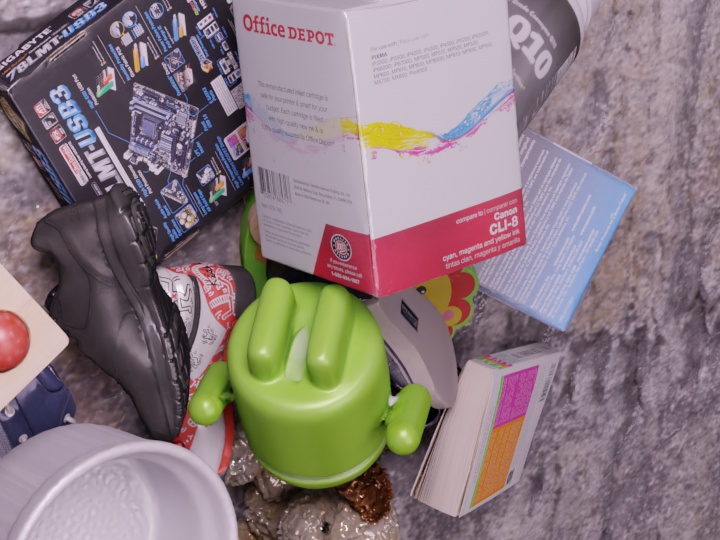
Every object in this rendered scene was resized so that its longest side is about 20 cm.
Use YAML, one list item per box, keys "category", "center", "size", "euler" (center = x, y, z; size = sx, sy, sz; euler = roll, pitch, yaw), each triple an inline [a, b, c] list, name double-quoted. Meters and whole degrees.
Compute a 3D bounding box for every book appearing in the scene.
- category: "book"
  center: [0.121, 0.137, 1.552]
  size: [0.200, 0.048, 0.134]
  euler: [-3, 113, -67]

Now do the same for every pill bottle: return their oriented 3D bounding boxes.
- category: "pill bottle"
  center: [0.109, -0.178, 1.382]
  size: [0.200, 0.114, 0.114]
  euler: [-54, 135, -34]

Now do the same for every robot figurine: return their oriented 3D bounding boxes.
- category: "robot figurine"
  center: [-0.036, 0.087, 1.286]
  size: [0.200, 0.175, 0.116]
  euler: [83, 14, -58]

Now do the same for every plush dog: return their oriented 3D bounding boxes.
- category: "plush dog"
  center: [-0.031, 0.212, 1.438]
  size: [0.160, 0.172, 0.200]
  euler: [-10, 114, -34]

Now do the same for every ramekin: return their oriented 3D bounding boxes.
- category: "ramekin"
  center: [-0.197, 0.209, 1.267]
  size: [0.200, 0.098, 0.201]
  euler: [-14, 111, -39]

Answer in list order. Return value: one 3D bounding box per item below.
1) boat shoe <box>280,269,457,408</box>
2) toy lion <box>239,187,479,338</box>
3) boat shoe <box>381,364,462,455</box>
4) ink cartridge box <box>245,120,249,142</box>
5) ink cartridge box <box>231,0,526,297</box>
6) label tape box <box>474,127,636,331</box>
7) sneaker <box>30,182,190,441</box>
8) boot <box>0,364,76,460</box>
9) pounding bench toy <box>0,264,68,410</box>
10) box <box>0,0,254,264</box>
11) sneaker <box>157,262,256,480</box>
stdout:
- category: "boat shoe"
  center: [0.007, 0.052, 1.396]
  size: [0.200, 0.093, 0.075]
  euler: [55, 35, -48]
- category: "toy lion"
  center: [0.000, 0.000, 1.418]
  size: [0.200, 0.069, 0.192]
  euler: [-3, 128, -12]
- category: "boat shoe"
  center: [0.043, 0.118, 1.495]
  size: [0.200, 0.068, 0.072]
  euler: [-13, 116, -60]
- category: "ink cartridge box"
  center: [-0.001, -0.181, 1.335]
  size: [0.200, 0.050, 0.161]
  euler: [-9, 107, -45]
- category: "ink cartridge box"
  center: [0.014, -0.107, 1.222]
  size: [0.144, 0.145, 0.200]
  euler: [-19, 113, -32]
- category: "label tape box"
  center: [0.119, -0.054, 1.500]
  size: [0.200, 0.066, 0.144]
  euler: [26, 93, -20]
- category: "sneaker"
  center: [-0.179, 0.036, 1.264]
  size: [0.091, 0.076, 0.200]
  euler: [-13, 109, 5]
- category: "boot"
  center: [-0.243, 0.137, 1.308]
  size: [0.090, 0.073, 0.200]
  euler: [-35, 126, -13]
- category: "pounding bench toy"
  center: [-0.320, 0.063, 1.147]
  size: [0.200, 0.156, 0.124]
  euler: [-45, 116, -12]
- category: "box"
  center: [-0.150, -0.122, 1.283]
  size: [0.198, 0.050, 0.200]
  euler: [-41, 129, -17]
- category: "sneaker"
  center: [-0.153, 0.090, 1.364]
  size: [0.108, 0.067, 0.202]
  euler: [2, 106, -36]
